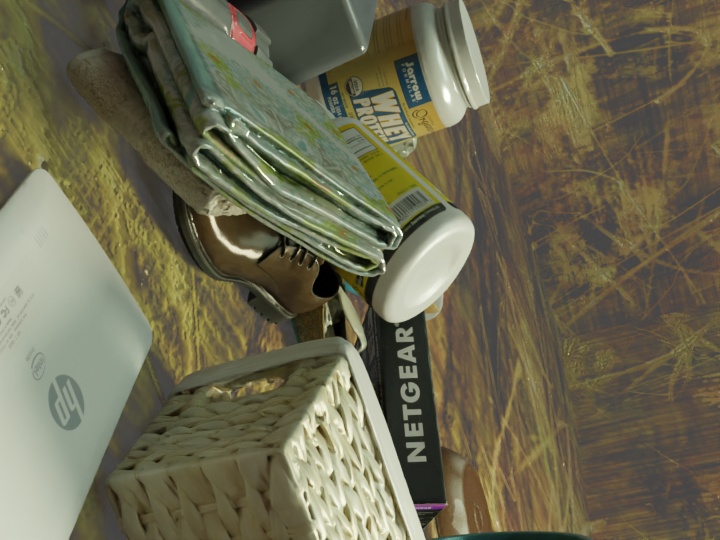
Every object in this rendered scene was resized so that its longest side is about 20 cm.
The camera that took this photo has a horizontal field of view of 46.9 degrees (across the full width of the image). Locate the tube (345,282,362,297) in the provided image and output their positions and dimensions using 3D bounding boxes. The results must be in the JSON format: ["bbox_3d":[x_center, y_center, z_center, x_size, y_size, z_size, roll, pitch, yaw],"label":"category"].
[{"bbox_3d":[0.000,0.000,0.928,0.200,0.049,0.079,28,45,-73],"label":"tube"}]

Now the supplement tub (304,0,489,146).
[{"bbox_3d":[0.044,-0.229,0.994,0.144,0.195,0.148,-16,90,-72],"label":"supplement tub"}]

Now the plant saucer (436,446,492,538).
[{"bbox_3d":[0.145,0.338,1.124,0.200,0.036,0.206,-15,91,-74],"label":"plant saucer"}]

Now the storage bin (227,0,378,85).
[{"bbox_3d":[-0.062,-0.261,0.794,0.202,0.131,0.148,-82,151,-54],"label":"storage bin"}]

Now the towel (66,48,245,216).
[{"bbox_3d":[-0.102,-0.092,0.585,0.132,0.035,0.200,44,16,9],"label":"towel"}]

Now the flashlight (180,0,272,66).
[{"bbox_3d":[-0.139,-0.195,0.620,0.069,0.067,0.199,-65,153,1],"label":"flashlight"}]

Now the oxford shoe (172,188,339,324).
[{"bbox_3d":[-0.074,-0.025,0.645,0.200,0.082,0.074,42,38,-58],"label":"oxford shoe"}]

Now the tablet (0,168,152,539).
[{"bbox_3d":[-0.162,0.052,0.413,0.202,0.013,0.132,-81,151,-52],"label":"tablet"}]

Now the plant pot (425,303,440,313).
[{"bbox_3d":[0.020,-0.028,0.932,0.202,0.027,0.200,54,3,-4],"label":"plant pot"}]

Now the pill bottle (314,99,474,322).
[{"bbox_3d":[-0.003,-0.060,0.735,0.200,0.113,0.112,45,5,24],"label":"pill bottle"}]

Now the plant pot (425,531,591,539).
[{"bbox_3d":[0.157,0.392,0.881,0.200,0.195,0.202,27,57,-67],"label":"plant pot"}]

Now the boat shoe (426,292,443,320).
[{"bbox_3d":[0.057,-0.025,1.096,0.202,0.069,0.071,59,22,-30],"label":"boat shoe"}]

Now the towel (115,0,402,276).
[{"bbox_3d":[-0.067,-0.092,0.532,0.170,0.048,0.201,32,20,-40],"label":"towel"}]

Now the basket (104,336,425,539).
[{"bbox_3d":[-0.047,0.164,0.493,0.123,0.133,0.205,-45,119,-66],"label":"basket"}]

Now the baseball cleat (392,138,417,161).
[{"bbox_3d":[0.030,-0.240,1.178,0.200,0.068,0.109,44,35,-61],"label":"baseball cleat"}]

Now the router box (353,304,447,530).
[{"bbox_3d":[0.032,0.138,0.787,0.150,0.050,0.205,108,-20,-61],"label":"router box"}]

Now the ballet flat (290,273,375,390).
[{"bbox_3d":[-0.020,0.091,0.749,0.070,0.069,0.205,6,71,-72],"label":"ballet flat"}]
